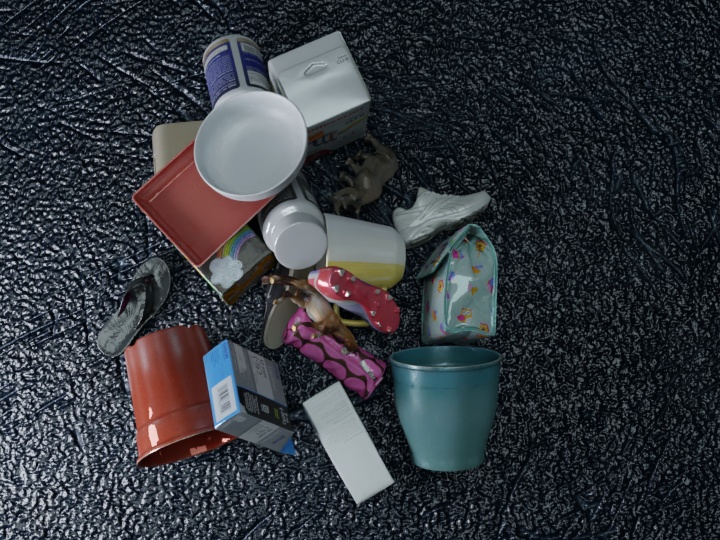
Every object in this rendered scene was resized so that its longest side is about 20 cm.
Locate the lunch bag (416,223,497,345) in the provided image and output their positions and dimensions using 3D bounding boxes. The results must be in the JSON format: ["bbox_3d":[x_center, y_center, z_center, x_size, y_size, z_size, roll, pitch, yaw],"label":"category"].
[{"bbox_3d":[0.174,0.026,1.540,0.120,0.170,0.204,2,80,-10],"label":"lunch bag"}]

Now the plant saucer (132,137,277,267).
[{"bbox_3d":[-0.266,-0.128,1.486,0.200,0.037,0.199,-44,68,-8],"label":"plant saucer"}]

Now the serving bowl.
[{"bbox_3d":[-0.179,-0.202,1.446,0.197,0.066,0.203,-4,67,8],"label":"serving bowl"}]

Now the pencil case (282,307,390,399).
[{"bbox_3d":[-0.046,0.146,1.536,0.199,0.094,0.091,33,89,-4],"label":"pencil case"}]

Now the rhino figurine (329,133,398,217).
[{"bbox_3d":[0.005,-0.170,1.594,0.087,0.060,0.201,30,53,5],"label":"rhino figurine"}]

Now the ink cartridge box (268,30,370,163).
[{"bbox_3d":[-0.076,-0.315,1.572,0.144,0.200,0.146,-25,82,-7],"label":"ink cartridge box"}]

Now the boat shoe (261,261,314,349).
[{"bbox_3d":[-0.144,0.046,1.589,0.062,0.072,0.203,15,83,44],"label":"boat shoe"}]

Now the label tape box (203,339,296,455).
[{"bbox_3d":[-0.171,0.221,1.454,0.066,0.199,0.145,-36,49,21],"label":"label tape box"}]

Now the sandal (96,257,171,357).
[{"bbox_3d":[-0.413,0.068,1.564,0.075,0.048,0.202,29,80,2],"label":"sandal"}]

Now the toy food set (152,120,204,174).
[{"bbox_3d":[-0.297,-0.208,1.621,0.196,0.061,0.146,-6,69,-5],"label":"toy food set"}]

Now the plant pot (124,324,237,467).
[{"bbox_3d":[-0.315,0.213,1.482,0.198,0.201,0.198,-18,73,-6],"label":"plant pot"}]

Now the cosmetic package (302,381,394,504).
[{"bbox_3d":[-0.023,0.305,1.512,0.080,0.113,0.202,-30,84,-7],"label":"cosmetic package"}]

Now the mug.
[{"bbox_3d":[-0.001,-0.008,1.567,0.150,0.150,0.190,2,110,-11],"label":"mug"}]

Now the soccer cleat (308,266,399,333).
[{"bbox_3d":[-0.006,0.049,1.480,0.199,0.076,0.068,34,71,-40],"label":"soccer cleat"}]

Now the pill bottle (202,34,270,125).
[{"bbox_3d":[-0.223,-0.328,1.582,0.114,0.116,0.202,-13,61,-5],"label":"pill bottle"}]

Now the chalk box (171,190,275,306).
[{"bbox_3d":[-0.266,-0.055,1.557,0.125,0.124,0.200,-41,83,-8],"label":"chalk box"}]

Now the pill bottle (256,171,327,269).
[{"bbox_3d":[-0.128,-0.097,1.525,0.112,0.115,0.201,-18,38,-6],"label":"pill bottle"}]

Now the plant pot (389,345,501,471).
[{"bbox_3d":[0.150,0.243,1.500,0.196,0.200,0.191,-1,95,-3],"label":"plant pot"}]

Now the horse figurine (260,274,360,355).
[{"bbox_3d":[-0.087,0.066,1.472,0.200,0.132,0.050,49,116,26],"label":"horse figurine"}]

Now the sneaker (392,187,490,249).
[{"bbox_3d":[0.149,-0.121,1.615,0.197,0.078,0.101,-22,78,-7],"label":"sneaker"}]
